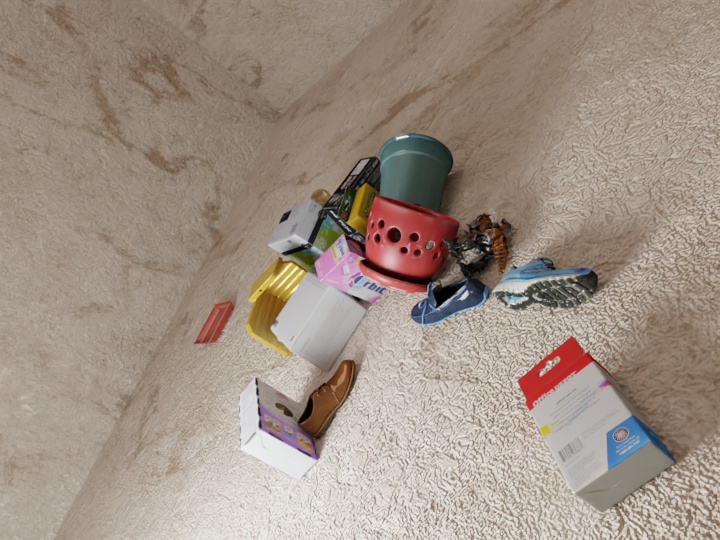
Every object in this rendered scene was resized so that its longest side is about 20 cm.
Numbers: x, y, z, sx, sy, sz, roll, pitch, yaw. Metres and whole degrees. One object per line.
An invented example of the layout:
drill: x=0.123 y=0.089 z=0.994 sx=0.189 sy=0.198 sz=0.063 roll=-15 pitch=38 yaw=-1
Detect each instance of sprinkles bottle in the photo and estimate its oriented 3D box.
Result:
sprinkles bottle: x=-0.110 y=-0.184 z=1.806 sx=0.068 sy=0.200 sz=0.069 roll=-4 pitch=65 yaw=9

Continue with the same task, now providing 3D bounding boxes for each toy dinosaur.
toy dinosaur: x=0.251 y=-0.055 z=1.134 sx=0.135 sy=0.103 sz=0.200 roll=-30 pitch=8 yaw=11

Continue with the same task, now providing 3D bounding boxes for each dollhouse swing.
dollhouse swing: x=-0.208 y=0.109 z=1.600 sx=0.182 sy=0.200 sz=0.176 roll=-44 pitch=26 yaw=21

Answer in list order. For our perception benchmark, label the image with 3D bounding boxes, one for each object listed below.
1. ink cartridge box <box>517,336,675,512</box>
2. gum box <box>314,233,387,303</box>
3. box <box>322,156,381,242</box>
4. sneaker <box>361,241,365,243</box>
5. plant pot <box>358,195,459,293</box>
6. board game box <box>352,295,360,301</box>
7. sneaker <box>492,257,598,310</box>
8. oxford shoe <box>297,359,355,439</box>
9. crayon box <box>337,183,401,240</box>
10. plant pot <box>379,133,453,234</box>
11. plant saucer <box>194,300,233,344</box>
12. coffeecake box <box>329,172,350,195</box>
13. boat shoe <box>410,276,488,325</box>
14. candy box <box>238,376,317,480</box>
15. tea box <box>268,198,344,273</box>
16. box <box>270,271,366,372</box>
ink cartridge box: x=0.304 y=0.197 z=0.746 sx=0.116 sy=0.067 sz=0.200 roll=-45 pitch=27 yaw=19
gum box: x=0.000 y=0.000 z=1.382 sx=0.113 sy=0.199 sz=0.066 roll=-43 pitch=45 yaw=25
box: x=0.017 y=-0.199 z=1.598 sx=0.201 sy=0.164 sz=0.086 roll=-55 pitch=28 yaw=-16
sneaker: x=-0.016 y=-0.042 z=1.516 sx=0.199 sy=0.092 sz=0.076 roll=-14 pitch=45 yaw=54
plant pot: x=0.104 y=-0.054 z=1.245 sx=0.200 sy=0.199 sz=0.184 roll=-138 pitch=61 yaw=-65
board game box: x=0.006 y=-0.009 z=1.577 sx=0.120 sy=0.032 sz=0.200 roll=-45 pitch=26 yaw=11
sneaker: x=0.315 y=0.009 z=0.951 sx=0.200 sy=0.078 sz=0.090 roll=-8 pitch=48 yaw=57
oxford shoe: x=-0.078 y=0.291 z=1.303 sx=0.201 sy=0.071 sz=0.071 roll=-59 pitch=24 yaw=-14
crayon box: x=0.040 y=-0.142 z=1.472 sx=0.051 sy=0.199 sz=0.128 roll=-33 pitch=33 yaw=43
plant pot: x=0.132 y=-0.210 z=1.431 sx=0.200 sy=0.200 sz=0.197 roll=-24 pitch=48 yaw=48
plant saucer: x=-0.622 y=0.231 z=2.375 sx=0.199 sy=0.037 sz=0.201 roll=-14 pitch=48 yaw=55
coffeecake box: x=-0.015 y=-0.254 z=1.837 sx=0.153 sy=0.073 sz=0.200 roll=-41 pitch=26 yaw=7
boat shoe: x=0.172 y=0.052 z=1.155 sx=0.200 sy=0.068 sz=0.085 roll=-32 pitch=33 yaw=40
candy box: x=-0.198 y=0.367 z=1.302 sx=0.072 sy=0.167 sz=0.200 roll=-48 pitch=25 yaw=9
tea box: x=-0.151 y=-0.102 z=1.762 sx=0.200 sy=0.196 sz=0.134 roll=-13 pitch=51 yaw=56
box: x=-0.117 y=0.133 z=1.495 sx=0.201 sy=0.130 sz=0.199 roll=-57 pitch=25 yaw=-5
